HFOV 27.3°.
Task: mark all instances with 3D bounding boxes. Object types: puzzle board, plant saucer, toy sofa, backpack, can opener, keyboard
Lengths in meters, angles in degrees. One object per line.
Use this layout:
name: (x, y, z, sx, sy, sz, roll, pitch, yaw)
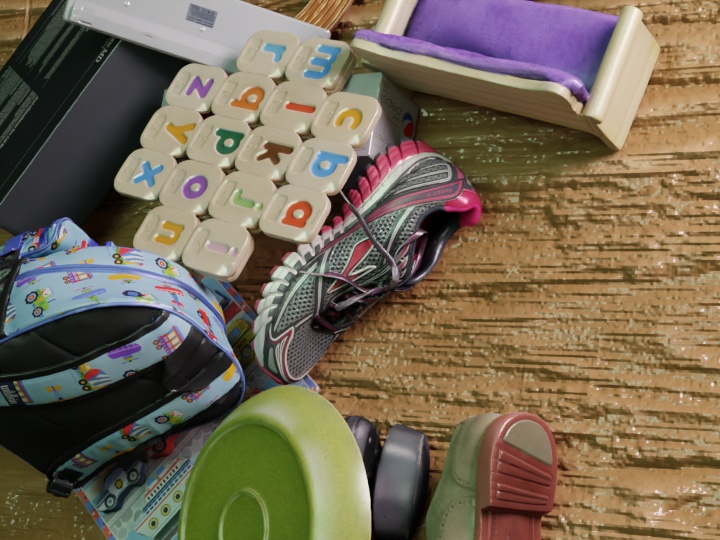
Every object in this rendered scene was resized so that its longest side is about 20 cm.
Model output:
puzzle board: (-0.140, 0.113, 1.119, 0.200, 0.017, 0.151, -48, 56, 6)
plant saucer: (-0.069, 0.175, 0.991, 0.200, 0.031, 0.201, -16, 69, 47)
toy sofa: (0.098, -0.157, 1.035, 0.199, 0.098, 0.083, 18, 81, 34)
backpack: (-0.186, 0.050, 1.050, 0.199, 0.183, 0.135, -22, 47, 22)
can opener: (-0.013, 0.195, 0.986, 0.078, 0.063, 0.201, 9, 76, 31)
keyboard: (-0.124, -0.188, 1.138, 0.011, 0.199, 0.057, -142, 69, -77)

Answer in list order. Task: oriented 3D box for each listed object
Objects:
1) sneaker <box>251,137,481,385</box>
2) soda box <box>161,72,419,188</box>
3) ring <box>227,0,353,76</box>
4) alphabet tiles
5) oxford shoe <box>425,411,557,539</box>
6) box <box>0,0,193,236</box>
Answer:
sneaker: (0.000, 0.000, 1.042, 0.075, 0.081, 0.200, 41, 94, 32)
soda box: (-0.060, -0.102, 1.125, 0.199, 0.064, 0.068, 0, 71, 30)
ring: (-0.076, -0.247, 1.217, 0.200, 0.019, 0.201, -10, 67, 26)
alphabet tiles: (-0.083, -0.087, 1.070, 0.195, 0.015, 0.201, 14, 68, 35)
oxford shoe: (0.075, 0.190, 0.949, 0.075, 0.070, 0.201, -4, 69, 57)
box: (-0.240, -0.131, 1.215, 0.200, 0.079, 0.141, -52, 39, 4)
